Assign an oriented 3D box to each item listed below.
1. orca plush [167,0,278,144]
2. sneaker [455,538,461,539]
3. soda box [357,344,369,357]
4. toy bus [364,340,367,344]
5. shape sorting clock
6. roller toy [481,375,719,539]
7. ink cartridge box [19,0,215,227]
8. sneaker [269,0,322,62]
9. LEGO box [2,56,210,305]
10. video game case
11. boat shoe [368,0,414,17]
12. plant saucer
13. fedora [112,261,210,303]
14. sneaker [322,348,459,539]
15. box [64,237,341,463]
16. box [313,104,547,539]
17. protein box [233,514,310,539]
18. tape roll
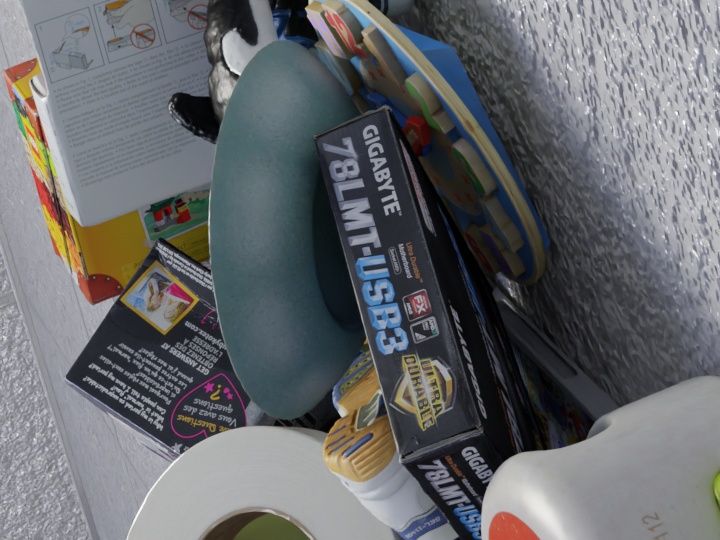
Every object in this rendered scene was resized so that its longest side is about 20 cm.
[{"bbox_3d":[-0.078,-0.110,1.299,0.105,0.071,0.201,101,156,-87],"label":"orca plush"},{"bbox_3d":[0.067,0.140,1.351,0.200,0.098,0.071,29,142,32],"label":"sneaker"},{"bbox_3d":[-0.030,0.030,1.635,0.201,0.064,0.068,90,154,-53],"label":"soda box"},{"bbox_3d":[0.000,0.000,1.416,0.065,0.078,0.200,64,174,-6],"label":"toy bus"},{"bbox_3d":[0.033,-0.073,1.250,0.200,0.039,0.200,54,169,15],"label":"shape sorting clock"},{"bbox_3d":[0.140,0.155,1.036,0.182,0.139,0.201,-133,26,-56],"label":"roller toy"},{"bbox_3d":[-0.104,-0.139,1.396,0.044,0.199,0.174,-135,28,-59],"label":"ink cartridge box"},{"bbox_3d":[-0.021,-0.121,1.385,0.075,0.086,0.201,13,107,34],"label":"sneaker"},{"bbox_3d":[-0.115,-0.088,1.505,0.077,0.199,0.150,48,155,52],"label":"LEGO box"},{"bbox_3d":[0.109,0.098,1.313,0.200,0.018,0.144,-132,26,-55],"label":"video game case"},{"bbox_3d":[-0.046,-0.217,1.293,0.071,0.090,0.201,103,143,-66],"label":"boat shoe"},{"bbox_3d":[-0.021,-0.022,1.215,0.201,0.038,0.202,-1,-90,-69],"label":"plant saucer"},{"bbox_3d":[-0.107,-0.025,1.728,0.090,0.177,0.200,33,-177,4],"label":"fedora"},{"bbox_3d":[0.032,0.094,1.312,0.088,0.075,0.200,52,-157,-12],"label":"sneaker"},{"bbox_3d":[-0.084,0.083,1.497,0.132,0.115,0.200,31,173,19],"label":"box"},{"bbox_3d":[0.048,0.049,1.175,0.199,0.049,0.201,58,-167,-54],"label":"box"},{"bbox_3d":[0.013,0.223,1.444,0.200,0.198,0.135,57,162,22],"label":"protein box"},{"bbox_3d":[-0.051,0.191,1.332,0.037,0.202,0.204,10,-130,-60],"label":"tape roll"}]
